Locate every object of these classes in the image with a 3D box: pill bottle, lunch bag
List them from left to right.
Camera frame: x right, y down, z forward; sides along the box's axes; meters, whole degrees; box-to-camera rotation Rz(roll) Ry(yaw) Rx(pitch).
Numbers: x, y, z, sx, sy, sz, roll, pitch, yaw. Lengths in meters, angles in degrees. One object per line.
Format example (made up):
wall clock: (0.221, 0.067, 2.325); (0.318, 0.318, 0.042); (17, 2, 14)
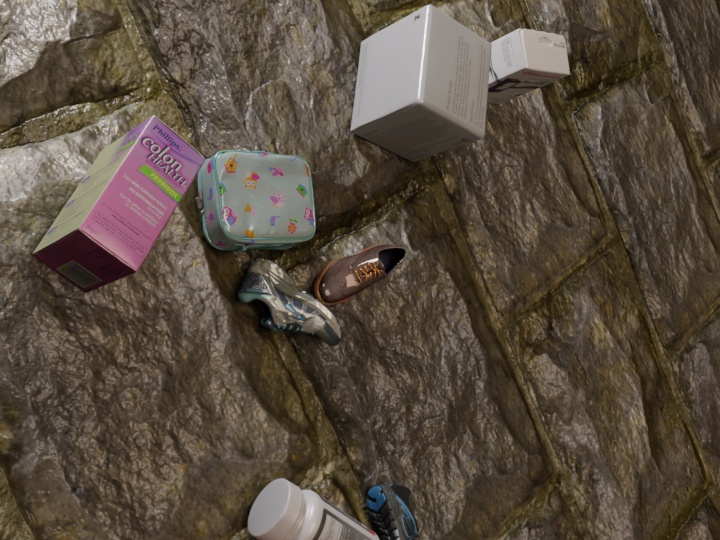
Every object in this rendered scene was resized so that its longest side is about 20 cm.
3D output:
lunch bag: (-0.170, -0.108, 1.431); (0.199, 0.077, 0.162); (-1, 83, -40)
pill bottle: (-0.072, 0.414, 1.374); (0.200, 0.114, 0.114); (40, 58, -26)

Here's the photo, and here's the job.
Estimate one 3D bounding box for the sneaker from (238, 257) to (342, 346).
sneaker: (-0.119, 0.071, 1.449); (0.200, 0.077, 0.087); (40, 69, -18)

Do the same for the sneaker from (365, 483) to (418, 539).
sneaker: (0.073, 0.460, 1.496); (0.082, 0.073, 0.202); (7, 65, -43)

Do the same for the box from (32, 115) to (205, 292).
box: (-0.335, -0.088, 1.225); (0.097, 0.175, 0.201); (39, 58, -26)

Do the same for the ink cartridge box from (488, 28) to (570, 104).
ink cartridge box: (0.305, -0.414, 1.810); (0.144, 0.199, 0.085); (-5, 83, -40)

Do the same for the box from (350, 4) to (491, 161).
box: (0.112, -0.338, 1.635); (0.171, 0.199, 0.201); (20, 69, -37)

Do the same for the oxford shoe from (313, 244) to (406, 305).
oxford shoe: (0.000, 0.000, 1.550); (0.200, 0.073, 0.072); (-34, 103, -39)
